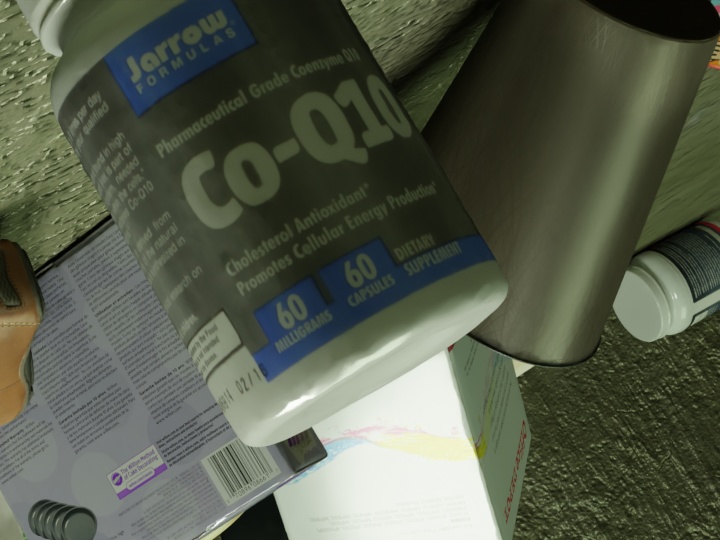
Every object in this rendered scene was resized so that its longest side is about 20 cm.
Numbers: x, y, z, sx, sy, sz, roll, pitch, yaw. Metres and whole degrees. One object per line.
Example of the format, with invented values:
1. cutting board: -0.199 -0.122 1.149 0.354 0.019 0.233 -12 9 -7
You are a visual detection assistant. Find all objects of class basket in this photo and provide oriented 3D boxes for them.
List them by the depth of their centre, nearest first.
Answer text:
1. basket: 0.110 -0.079 1.089 0.136 0.180 0.200 4 126 -31

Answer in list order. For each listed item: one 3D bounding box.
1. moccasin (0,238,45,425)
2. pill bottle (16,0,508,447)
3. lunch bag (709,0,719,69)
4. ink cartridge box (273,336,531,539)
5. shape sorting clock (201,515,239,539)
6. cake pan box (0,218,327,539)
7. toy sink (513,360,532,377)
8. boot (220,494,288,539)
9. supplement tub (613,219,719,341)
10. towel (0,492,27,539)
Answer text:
1. moccasin: -0.220 0.047 1.054 0.078 0.074 0.201 -18 170 -19
2. pill bottle: -0.042 -0.048 0.698 0.114 0.200 0.114 -30 172 -5
3. lunch bag: 0.255 -0.187 1.150 0.176 0.082 0.200 10 159 -13
4. ink cartridge box: 0.015 0.072 1.223 0.144 0.200 0.145 -9 -155 17
5. shape sorting clock: -0.140 0.119 1.286 0.200 0.200 0.039 -30 136 -5
6. cake pan box: -0.140 0.080 1.136 0.200 0.184 0.052 -36 174 26
7. toy sink: 0.045 -0.008 1.411 0.112 0.200 0.130 12 148 -31
8. boot: -0.073 0.107 1.423 0.073 0.199 0.163 3 145 11
9. supplement tub: 0.509 0.016 3.029 0.200 0.141 0.140 -26 170 -26
10. towel: -0.237 0.194 1.238 0.200 0.153 0.023 -29 153 12
